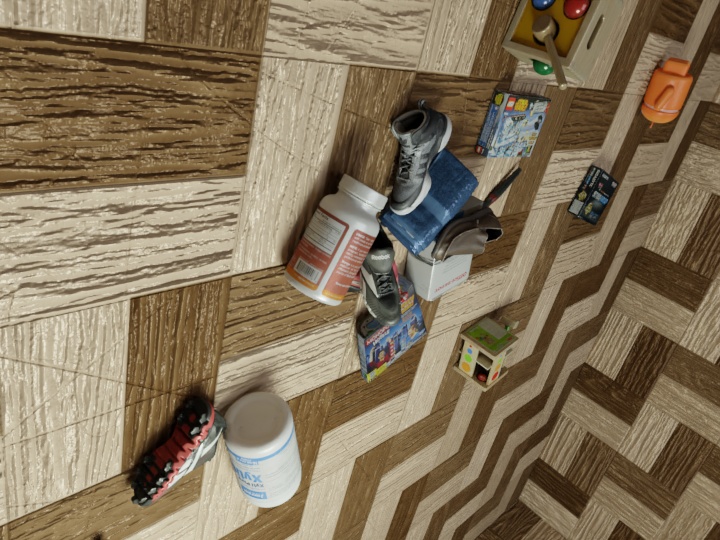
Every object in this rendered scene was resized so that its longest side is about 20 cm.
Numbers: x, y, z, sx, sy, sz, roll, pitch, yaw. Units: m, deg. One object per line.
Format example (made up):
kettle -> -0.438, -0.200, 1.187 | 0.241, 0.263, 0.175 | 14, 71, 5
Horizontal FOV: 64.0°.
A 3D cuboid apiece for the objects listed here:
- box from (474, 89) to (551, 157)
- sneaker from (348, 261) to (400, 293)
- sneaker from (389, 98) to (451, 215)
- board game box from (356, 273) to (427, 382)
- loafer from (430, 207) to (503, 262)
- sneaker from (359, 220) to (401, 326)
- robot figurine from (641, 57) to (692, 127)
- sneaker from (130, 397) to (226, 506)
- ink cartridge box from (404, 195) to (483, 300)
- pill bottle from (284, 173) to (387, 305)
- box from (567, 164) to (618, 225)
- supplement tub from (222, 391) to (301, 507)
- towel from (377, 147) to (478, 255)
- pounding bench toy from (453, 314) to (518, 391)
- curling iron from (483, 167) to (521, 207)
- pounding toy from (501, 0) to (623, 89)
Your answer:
box -> 0.341, -0.324, 1.280 | 0.198, 0.040, 0.139 | -12, 127, -46
sneaker -> 0.000, 0.000, 1.115 | 0.199, 0.073, 0.088 | 10, 79, -46
sneaker -> 0.086, -0.206, 1.034 | 0.113, 0.075, 0.202 | 20, 95, -55
board game box -> 0.063, 0.113, 1.272 | 0.199, 0.061, 0.202 | -35, 139, -29
loafer -> 0.221, -0.067, 1.151 | 0.199, 0.071, 0.074 | -30, 153, -33
sneaker -> 0.032, -0.002, 1.022 | 0.065, 0.203, 0.091 | -11, 165, -13
robot figurine -> 0.944, -0.546, 1.780 | 0.115, 0.145, 0.202 | 1, 125, -7
sneaker -> -0.300, 0.315, 0.976 | 0.201, 0.070, 0.098 | -53, 144, -7
ink cartridge box -> 0.179, -0.057, 1.255 | 0.145, 0.086, 0.202 | -27, 137, -36
pill bottle -> -0.037, -0.053, 0.968 | 0.112, 0.112, 0.202 | 19, 103, -55
box -> 0.748, -0.237, 1.849 | 0.199, 0.046, 0.161 | 9, 110, -53
supplement tub -> -0.183, 0.340, 1.090 | 0.131, 0.131, 0.202 | -32, 138, -31
towel -> 0.135, -0.135, 1.117 | 0.200, 0.111, 0.049 | -49, -179, -11
pounding bench toy -> 0.395, 0.239, 1.729 | 0.199, 0.124, 0.158 | -27, 136, -36
curling iron -> 0.329, -0.171, 1.397 | 0.049, 0.025, 0.201 | 40, 78, -19
pounding toy -> 0.376, -0.450, 1.093 | 0.141, 0.183, 0.202 | 3, 116, -51
